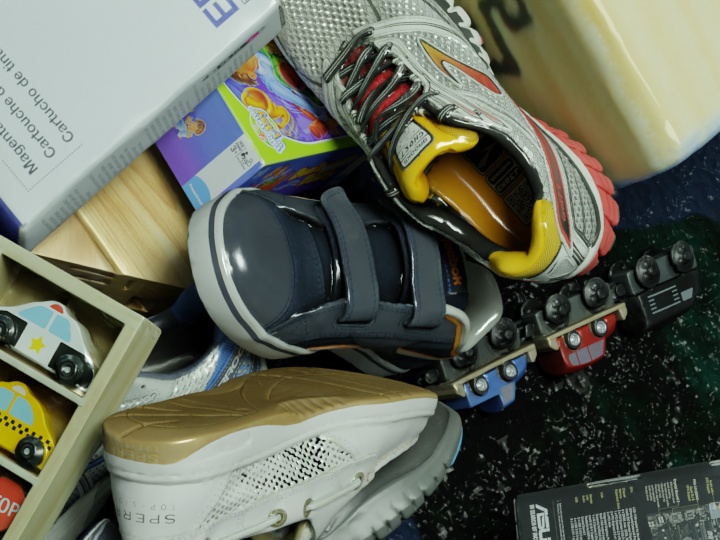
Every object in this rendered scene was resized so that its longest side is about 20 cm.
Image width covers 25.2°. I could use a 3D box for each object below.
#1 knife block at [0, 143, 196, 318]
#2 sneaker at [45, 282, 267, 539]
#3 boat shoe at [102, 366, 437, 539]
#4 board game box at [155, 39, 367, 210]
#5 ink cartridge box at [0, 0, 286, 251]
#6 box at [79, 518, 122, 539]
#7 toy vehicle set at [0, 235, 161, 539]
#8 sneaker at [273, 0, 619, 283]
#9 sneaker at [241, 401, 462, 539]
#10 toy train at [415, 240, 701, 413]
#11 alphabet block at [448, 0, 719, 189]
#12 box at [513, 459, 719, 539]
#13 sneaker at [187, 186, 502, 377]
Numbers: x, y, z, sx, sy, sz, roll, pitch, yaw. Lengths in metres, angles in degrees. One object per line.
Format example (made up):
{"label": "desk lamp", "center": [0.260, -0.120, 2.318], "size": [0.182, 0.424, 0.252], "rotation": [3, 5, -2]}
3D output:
{"label": "knife block", "center": [-0.131, -0.072, 0.768], "size": [0.198, 0.064, 0.178], "rotation": [14, 67, -21]}
{"label": "sneaker", "center": [-0.128, 0.061, 0.693], "size": [0.199, 0.086, 0.077], "rotation": [-29, 49, -29]}
{"label": "boat shoe", "center": [-0.036, 0.084, 0.679], "size": [0.199, 0.070, 0.070], "rotation": [-7, 102, -54]}
{"label": "board game box", "center": [-0.079, -0.129, 0.784], "size": [0.201, 0.045, 0.134], "rotation": [58, 28, 7]}
{"label": "ink cartridge box", "center": [-0.168, -0.117, 0.691], "size": [0.200, 0.043, 0.197], "rotation": [-41, 83, -7]}
{"label": "box", "center": [-0.083, 0.226, 0.619], "size": [0.200, 0.148, 0.104], "rotation": [41, 22, -6]}
{"label": "toy vehicle set", "center": [-0.194, 0.030, 0.648], "size": [0.198, 0.027, 0.125], "rotation": [27, 83, 15]}
{"label": "sneaker", "center": [0.031, -0.073, 0.729], "size": [0.200, 0.078, 0.082], "rotation": [42, 24, 13]}
{"label": "sneaker", "center": [-0.032, 0.107, 0.748], "size": [0.199, 0.073, 0.082], "rotation": [-35, 84, -34]}
{"label": "toy train", "center": [0.112, 0.033, 0.870], "size": [0.198, 0.034, 0.046], "rotation": [-21, 94, -31]}
{"label": "alphabet block", "center": [0.105, -0.160, 0.824], "size": [0.195, 0.196, 0.201], "rotation": [-36, 99, -33]}
{"label": "box", "center": [0.159, 0.189, 0.730], "size": [0.158, 0.044, 0.202], "rotation": [-13, 61, 14]}
{"label": "sneaker", "center": [0.000, 0.000, 0.739], "size": [0.199, 0.079, 0.079], "rotation": [18, 57, -61]}
